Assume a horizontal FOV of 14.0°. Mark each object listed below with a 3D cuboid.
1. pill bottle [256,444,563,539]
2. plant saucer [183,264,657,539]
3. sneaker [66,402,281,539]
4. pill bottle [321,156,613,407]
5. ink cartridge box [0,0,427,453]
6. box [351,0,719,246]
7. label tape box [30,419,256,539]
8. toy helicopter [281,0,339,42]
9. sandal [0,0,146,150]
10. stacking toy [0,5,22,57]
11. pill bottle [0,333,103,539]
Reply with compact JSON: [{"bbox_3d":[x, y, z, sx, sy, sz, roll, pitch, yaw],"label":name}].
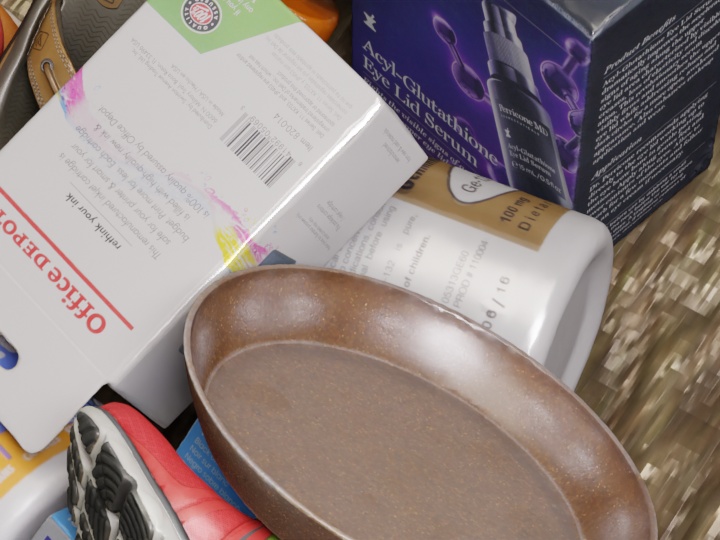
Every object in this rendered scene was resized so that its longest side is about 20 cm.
[{"bbox_3d":[0.033,0.137,1.187,0.119,0.120,0.200,-40,66,-21],"label":"pill bottle"},{"bbox_3d":[0.018,0.071,1.118,0.199,0.035,0.201,23,26,-12],"label":"plant saucer"},{"bbox_3d":[-0.034,0.123,1.090,0.085,0.077,0.200,-28,66,-35],"label":"sneaker"},{"bbox_3d":[0.000,0.000,1.276,0.199,0.115,0.115,21,61,14],"label":"pill bottle"},{"bbox_3d":[-0.085,-0.021,1.208,0.200,0.067,0.117,-45,64,-1],"label":"ink cartridge box"},{"bbox_3d":[0.080,-0.116,1.294,0.104,0.200,0.148,-39,64,-21],"label":"box"},{"bbox_3d":[-0.083,0.168,1.145,0.143,0.066,0.200,44,108,25],"label":"label tape box"},{"bbox_3d":[-0.037,-0.193,1.410,0.200,0.079,0.132,44,30,23],"label":"toy helicopter"},{"bbox_3d":[-0.117,-0.086,1.316,0.054,0.081,0.201,16,83,50],"label":"sandal"},{"bbox_3d":[-0.218,-0.119,1.306,0.145,0.200,0.147,-1,57,1],"label":"stacking toy"},{"bbox_3d":[-0.188,0.056,1.249,0.112,0.112,0.200,-38,65,-20],"label":"pill bottle"}]
